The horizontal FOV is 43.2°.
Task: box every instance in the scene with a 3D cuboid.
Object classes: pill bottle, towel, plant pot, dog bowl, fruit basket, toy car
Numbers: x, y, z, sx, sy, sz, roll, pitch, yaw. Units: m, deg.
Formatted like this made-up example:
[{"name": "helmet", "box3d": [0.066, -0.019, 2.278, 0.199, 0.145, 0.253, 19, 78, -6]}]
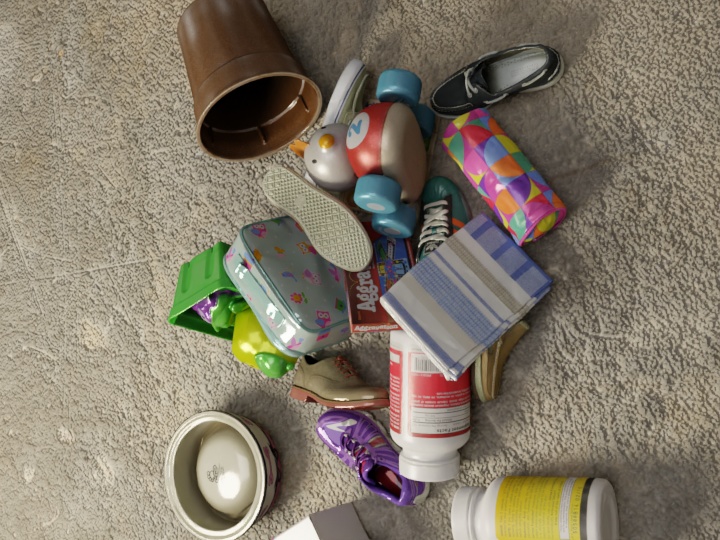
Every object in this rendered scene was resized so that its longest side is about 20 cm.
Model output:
[{"name": "pill bottle", "box3d": [0.221, 0.321, 1.163, 0.197, 0.111, 0.113, -5, 84, 28]}, {"name": "pill bottle", "box3d": [0.095, 0.176, 1.236, 0.111, 0.112, 0.203, 4, 97, 29]}, {"name": "towel", "box3d": [0.139, 0.031, 1.186, 0.199, 0.024, 0.147, -39, 74, -18]}, {"name": "plant pot", "box3d": [-0.184, -0.307, 1.391, 0.199, 0.199, 0.200, -34, 64, 23]}, {"name": "dog bowl", "box3d": [-0.210, 0.317, 1.425, 0.197, 0.073, 0.204, -1, 87, 29]}, {"name": "fruit basket", "box3d": [-0.163, 0.079, 1.334, 0.154, 0.214, 0.218, -27, 75, 30]}, {"name": "toy car", "box3d": [-0.015, -0.163, 1.255, 0.197, 0.177, 0.187, 6, 74, 18]}]

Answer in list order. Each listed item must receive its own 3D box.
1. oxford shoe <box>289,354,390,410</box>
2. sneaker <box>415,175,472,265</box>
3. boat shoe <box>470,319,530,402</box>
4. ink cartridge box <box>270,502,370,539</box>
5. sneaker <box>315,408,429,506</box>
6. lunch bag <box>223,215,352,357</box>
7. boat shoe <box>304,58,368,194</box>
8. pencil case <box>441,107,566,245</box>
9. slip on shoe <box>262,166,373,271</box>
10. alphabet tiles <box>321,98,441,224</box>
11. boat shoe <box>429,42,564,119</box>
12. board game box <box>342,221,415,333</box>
[{"name": "oxford shoe", "box3d": [-0.032, 0.160, 1.317, 0.198, 0.070, 0.076, 3, 83, 45]}, {"name": "sneaker", "box3d": [0.114, -0.038, 1.260, 0.071, 0.080, 0.203, -13, 78, 27]}, {"name": "boat shoe", "box3d": [0.191, 0.077, 1.223, 0.075, 0.072, 0.203, 2, 89, 15]}, {"name": "ink cartridge box", "box3d": [-0.068, 0.431, 1.308, 0.199, 0.128, 0.126, -37, 71, 21]}, {"name": "sneaker", "box3d": [0.011, 0.263, 1.300, 0.199, 0.083, 0.081, 32, 101, 28]}, {"name": "lunch bag", "box3d": [-0.095, 0.018, 1.271, 0.201, 0.159, 0.077, 52, 132, 18]}, {"name": "boat shoe", "box3d": [-0.023, -0.212, 1.357, 0.061, 0.072, 0.203, 21, 102, 5]}, {"name": "pencil case", "box3d": [0.191, -0.128, 1.226, 0.088, 0.088, 0.201, -42, 67, 20]}, {"name": "slip on shoe", "box3d": [-0.054, -0.072, 1.269, 0.200, 0.061, 0.074, 41, 95, 21]}, {"name": "alphabet tiles", "box3d": [0.018, -0.171, 1.365, 0.198, 0.008, 0.170, 14, 94, 28]}, {"name": "boat shoe", "box3d": [0.178, -0.265, 1.251, 0.198, 0.060, 0.077, -19, 78, 27]}, {"name": "board game box", "box3d": [0.027, 0.004, 1.254, 0.101, 0.020, 0.202, -4, 44, -6]}]
